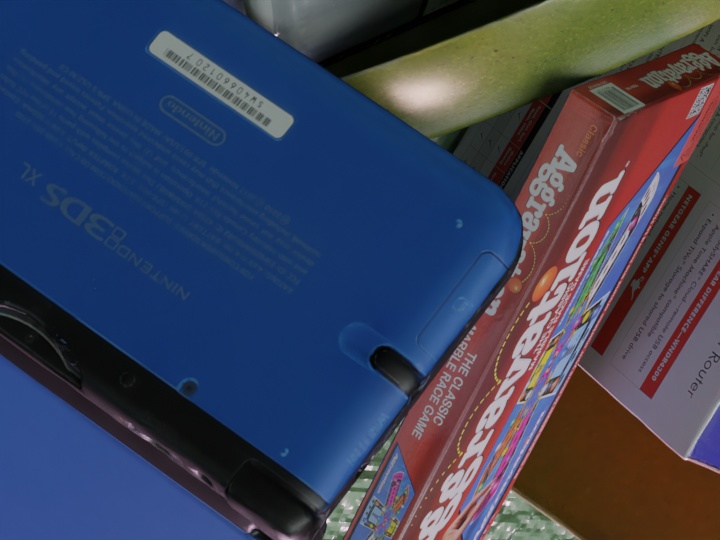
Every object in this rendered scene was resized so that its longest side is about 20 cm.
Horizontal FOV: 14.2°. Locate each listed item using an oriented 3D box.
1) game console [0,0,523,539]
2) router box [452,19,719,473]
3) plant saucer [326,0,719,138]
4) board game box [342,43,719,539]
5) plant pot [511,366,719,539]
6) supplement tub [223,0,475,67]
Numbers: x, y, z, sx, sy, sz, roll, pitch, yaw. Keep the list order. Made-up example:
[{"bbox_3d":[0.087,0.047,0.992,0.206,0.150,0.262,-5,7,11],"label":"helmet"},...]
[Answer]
[{"bbox_3d":[-0.073,0.015,0.863,0.171,0.200,0.118,-52,165,-13],"label":"game console"},{"bbox_3d":[0.128,-0.054,0.989,0.049,0.179,0.200,23,104,-40],"label":"router box"},{"bbox_3d":[0.056,-0.078,0.920,0.199,0.200,0.031,-25,99,-19],"label":"plant saucer"},{"bbox_3d":[0.049,0.025,0.907,0.103,0.019,0.201,-23,143,-60],"label":"board game box"},{"bbox_3d":[0.187,0.034,1.082,0.194,0.195,0.201,22,98,-40],"label":"plant pot"},{"bbox_3d":[0.027,-0.147,0.903,0.199,0.123,0.123,-26,129,-19],"label":"supplement tub"}]
